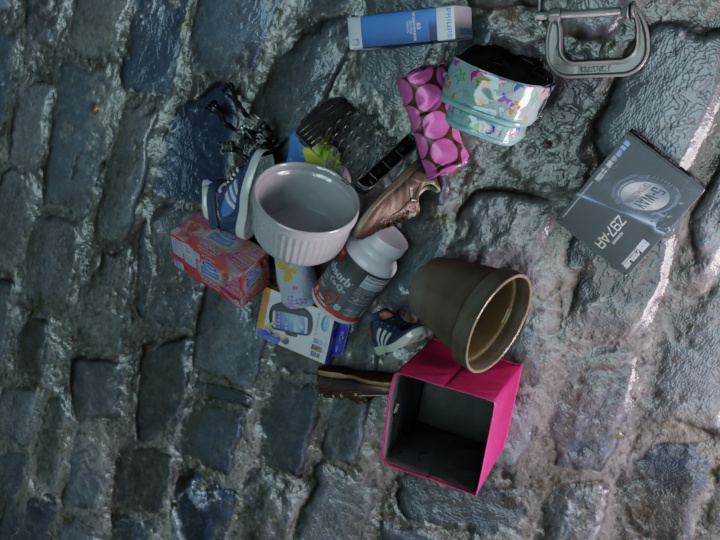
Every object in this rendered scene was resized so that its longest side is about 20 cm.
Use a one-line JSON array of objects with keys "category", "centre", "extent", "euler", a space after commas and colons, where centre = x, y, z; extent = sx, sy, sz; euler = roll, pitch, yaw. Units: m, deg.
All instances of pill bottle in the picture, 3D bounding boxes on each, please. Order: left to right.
[{"category": "pill bottle", "centre": [0.000, 0.000, 1.652], "extent": [0.116, 0.116, 0.200], "euler": [41, 117, 9]}]

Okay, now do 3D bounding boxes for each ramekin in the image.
[{"category": "ramekin", "centre": [-0.108, -0.099, 1.556], "extent": [0.200, 0.200, 0.105], "euler": [31, 135, 14]}]

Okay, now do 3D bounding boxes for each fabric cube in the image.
[{"category": "fabric cube", "centre": [0.174, 0.270, 1.600], "extent": [0.200, 0.199, 0.197], "euler": [15, 111, 20]}]

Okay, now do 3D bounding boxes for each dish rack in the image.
[{"category": "dish rack", "centre": [-0.015, -0.246, 1.578], "extent": [0.200, 0.153, 0.055], "euler": [42, 153, 8]}]

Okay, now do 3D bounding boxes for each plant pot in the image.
[{"category": "plant pot", "centre": [0.191, 0.061, 1.556], "extent": [0.173, 0.200, 0.200], "euler": [31, 116, 33]}]

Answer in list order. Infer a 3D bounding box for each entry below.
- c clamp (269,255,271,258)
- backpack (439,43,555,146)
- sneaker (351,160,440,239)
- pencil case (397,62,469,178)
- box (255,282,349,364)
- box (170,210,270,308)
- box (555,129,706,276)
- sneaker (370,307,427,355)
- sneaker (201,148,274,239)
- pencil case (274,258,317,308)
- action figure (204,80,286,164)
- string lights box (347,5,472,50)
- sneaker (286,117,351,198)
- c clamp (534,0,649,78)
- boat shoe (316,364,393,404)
[{"category": "c clamp", "centre": [-0.191, -0.108, 1.750], "extent": [0.200, 0.027, 0.171], "euler": [-20, 107, 29]}, {"category": "backpack", "centre": [0.225, -0.297, 1.409], "extent": [0.177, 0.200, 0.151], "euler": [23, 110, 11]}, {"category": "sneaker", "centre": [0.070, -0.119, 1.561], "extent": [0.076, 0.070, 0.200], "euler": [42, 75, 4]}, {"category": "pencil case", "centre": [0.137, -0.274, 1.532], "extent": [0.093, 0.091, 0.200], "euler": [-16, 100, 11]}, {"category": "box", "centre": [-0.123, 0.115, 1.785], "extent": [0.200, 0.041, 0.119], "euler": [21, 112, 21]}, {"category": "box", "centre": [-0.294, -0.026, 1.762], "extent": [0.200, 0.095, 0.103], "euler": [30, 141, 24]}, {"category": "box", "centre": [0.462, -0.115, 1.446], "extent": [0.160, 0.044, 0.200], "euler": [41, 117, 10]}, {"category": "sneaker", "centre": [0.063, 0.111, 1.636], "extent": [0.200, 0.075, 0.085], "euler": [-31, 79, 66]}, {"category": "sneaker", "centre": [-0.262, -0.173, 1.689], "extent": [0.146, 0.081, 0.200], "euler": [28, 118, 22]}, {"category": "pencil case", "centre": [-0.133, -0.022, 1.698], "extent": [0.083, 0.091, 0.200], "euler": [5, 120, 21]}, {"category": "action figure", "centre": [-0.234, -0.275, 1.694], "extent": [0.119, 0.102, 0.200], "euler": [-39, 84, 17]}, {"category": "string lights box", "centre": [0.089, -0.430, 1.497], "extent": [0.200, 0.103, 0.059], "euler": [1, 104, 24]}, {"category": "sneaker", "centre": [-0.086, -0.201, 1.673], "extent": [0.105, 0.076, 0.200], "euler": [-6, 103, 45]}, {"category": "c clamp", "centre": [0.386, -0.408, 1.409], "extent": [0.200, 0.027, 0.171], "euler": [10, 108, 23]}, {"category": "boat shoe", "centre": [-0.001, 0.243, 1.748], "extent": [0.200, 0.070, 0.071], "euler": [4, 99, 33]}]
